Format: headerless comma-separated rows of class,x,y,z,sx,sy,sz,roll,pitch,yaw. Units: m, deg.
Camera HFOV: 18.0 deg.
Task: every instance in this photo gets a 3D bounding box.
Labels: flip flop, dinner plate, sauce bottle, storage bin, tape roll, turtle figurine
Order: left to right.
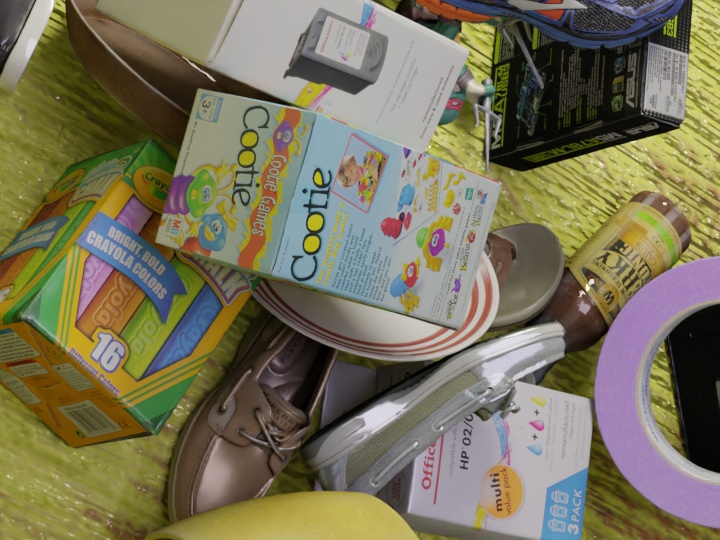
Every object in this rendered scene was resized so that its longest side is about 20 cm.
dinner plate,0.000,0.000,1.600,0.200,0.024,0.200,14,38,-11
turtle figurine,0.067,-0.179,1.675,0.100,0.150,0.201,-4,76,-14
flip flop,0.071,0.003,1.671,0.199,0.058,0.081,-10,56,-30
sauce bottle,0.178,0.018,1.750,0.200,0.065,0.065,-45,107,-30
tape roll,0.277,0.089,1.691,0.066,0.199,0.201,-2,81,-77
storage bin,0.326,0.092,1.792,0.094,0.135,0.201,-7,86,-34

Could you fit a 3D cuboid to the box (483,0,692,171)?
box,0.171,-0.188,1.701,0.047,0.193,0.201,13,75,-29

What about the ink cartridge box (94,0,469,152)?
ink cartridge box,-0.051,-0.157,1.491,0.200,0.147,0.086,19,97,-43

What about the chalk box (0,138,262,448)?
chalk box,-0.152,-0.001,1.499,0.124,0.125,0.200,43,61,-21

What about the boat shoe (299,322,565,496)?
boat shoe,0.057,0.098,1.574,0.202,0.074,0.065,-29,90,-10

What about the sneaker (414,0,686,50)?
sneaker,0.131,-0.206,1.572,0.199,0.078,0.076,5,65,-4

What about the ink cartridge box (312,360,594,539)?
ink cartridge box,0.069,0.134,1.657,0.200,0.068,0.116,14,74,-30

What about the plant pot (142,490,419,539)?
plant pot,-0.032,0.223,1.491,0.142,0.200,0.200,-31,100,-29

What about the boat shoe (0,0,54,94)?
boat shoe,-0.223,-0.212,1.518,0.060,0.074,0.200,25,65,-12

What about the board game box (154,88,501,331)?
board game box,-0.017,-0.037,1.447,0.200,0.103,0.105,17,88,-51

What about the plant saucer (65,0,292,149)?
plant saucer,-0.121,-0.127,1.528,0.200,0.200,0.035,30,110,-26

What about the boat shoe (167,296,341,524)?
boat shoe,-0.071,0.102,1.571,0.071,0.064,0.200,34,65,-25
